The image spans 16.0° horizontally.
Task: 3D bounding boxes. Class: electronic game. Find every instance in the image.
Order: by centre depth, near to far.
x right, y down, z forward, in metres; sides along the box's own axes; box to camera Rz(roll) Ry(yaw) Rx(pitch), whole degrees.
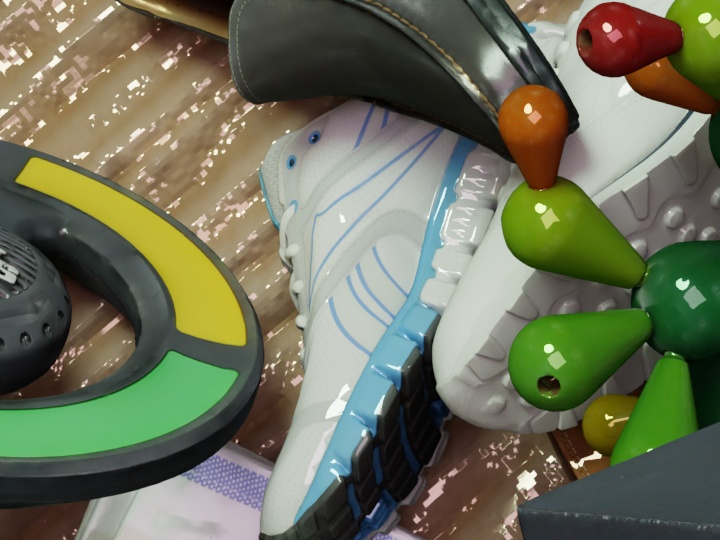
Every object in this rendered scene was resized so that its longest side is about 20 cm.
[{"bbox_3d":[-0.126,0.007,0.772,0.199,0.200,0.042,20,117,4],"label":"electronic game"}]

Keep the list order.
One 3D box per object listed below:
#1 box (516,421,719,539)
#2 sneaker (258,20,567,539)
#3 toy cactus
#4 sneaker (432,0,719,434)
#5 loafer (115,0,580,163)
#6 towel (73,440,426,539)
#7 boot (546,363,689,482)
[{"bbox_3d":[0.158,0.118,0.643,0.199,0.104,0.183,-17,100,-37],"label":"box"},{"bbox_3d":[0.000,0.000,0.823,0.086,0.075,0.201,17,65,15],"label":"sneaker"},{"bbox_3d":[0.116,0.001,0.724,0.164,0.102,0.201,-22,121,-28],"label":"toy cactus"},{"bbox_3d":[0.084,-0.039,0.789,0.200,0.076,0.080,-50,48,-6],"label":"sneaker"},{"bbox_3d":[-0.008,-0.075,0.795,0.072,0.073,0.200,-42,40,-10],"label":"loafer"},{"bbox_3d":[-0.048,0.160,0.819,0.146,0.024,0.201,24,83,2],"label":"towel"},{"bbox_3d":[0.127,0.016,0.823,0.155,0.077,0.201,-20,88,1],"label":"boot"}]
